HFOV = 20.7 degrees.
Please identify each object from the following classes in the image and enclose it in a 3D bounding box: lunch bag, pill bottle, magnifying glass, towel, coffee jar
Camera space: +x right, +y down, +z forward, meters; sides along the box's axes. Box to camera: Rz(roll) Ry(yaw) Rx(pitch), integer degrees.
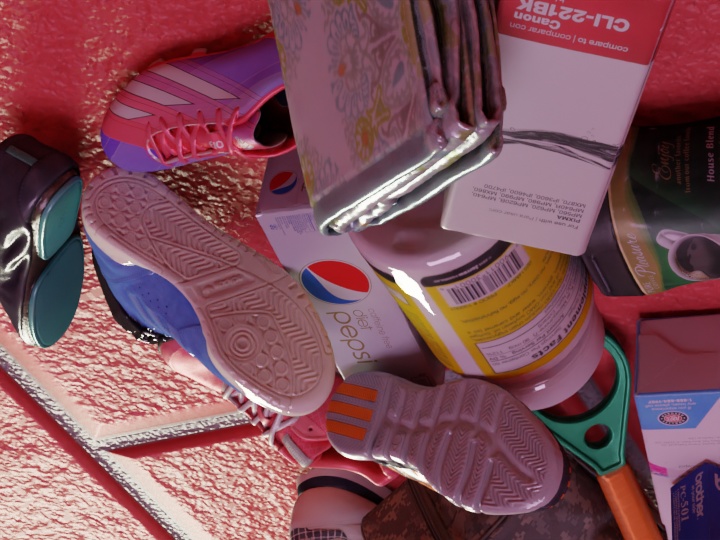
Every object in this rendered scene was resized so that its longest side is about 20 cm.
[{"bbox_3d":[0.126,0.206,1.440,0.168,0.140,0.200,-43,123,13],"label":"lunch bag"},{"bbox_3d":[0.076,-0.001,1.201,0.114,0.115,0.200,-8,146,21],"label":"pill bottle"},{"bbox_3d":[0.166,0.118,1.359,0.079,0.022,0.201,-25,114,3],"label":"magnifying glass"},{"bbox_3d":[0.009,-0.119,0.994,0.048,0.172,0.200,-6,171,-24],"label":"towel"},{"bbox_3d":[0.217,-0.043,1.148,0.199,0.086,0.104,-8,146,20],"label":"coffee jar"}]

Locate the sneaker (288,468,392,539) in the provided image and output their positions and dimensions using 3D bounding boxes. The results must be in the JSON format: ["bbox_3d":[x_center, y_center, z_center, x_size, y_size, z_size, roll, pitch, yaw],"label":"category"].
[{"bbox_3d":[0.029,0.225,1.531,0.199,0.081,0.076,25,138,-21],"label":"sneaker"}]

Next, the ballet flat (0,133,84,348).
[{"bbox_3d":[-0.218,-0.023,1.287,0.073,0.073,0.200,11,148,-3],"label":"ballet flat"}]

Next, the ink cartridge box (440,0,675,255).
[{"bbox_3d":[0.103,-0.127,1.017,0.083,0.145,0.201,11,141,-1],"label":"ink cartridge box"}]

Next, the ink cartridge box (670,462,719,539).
[{"bbox_3d":[0.302,0.210,1.336,0.199,0.094,0.044,23,139,-21],"label":"ink cartridge box"}]

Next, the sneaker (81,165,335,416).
[{"bbox_3d":[-0.097,0.024,1.255,0.200,0.077,0.111,39,162,8],"label":"sneaker"}]

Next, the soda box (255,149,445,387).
[{"bbox_3d":[0.000,0.000,1.261,0.063,0.068,0.200,-6,139,18],"label":"soda box"}]

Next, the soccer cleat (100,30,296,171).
[{"bbox_3d":[-0.079,-0.091,1.154,0.199,0.077,0.067,-18,135,30],"label":"soccer cleat"}]

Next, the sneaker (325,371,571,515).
[{"bbox_3d":[0.079,0.114,1.252,0.112,0.078,0.199,24,176,-42],"label":"sneaker"}]

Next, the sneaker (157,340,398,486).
[{"bbox_3d":[-0.048,0.090,1.369,0.199,0.087,0.074,20,140,-13],"label":"sneaker"}]

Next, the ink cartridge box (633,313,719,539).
[{"bbox_3d":[0.257,0.115,1.353,0.114,0.068,0.201,-4,140,14],"label":"ink cartridge box"}]
